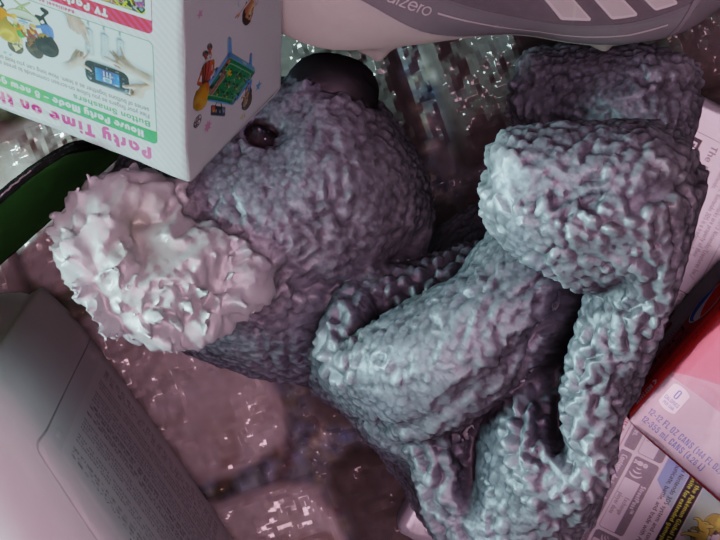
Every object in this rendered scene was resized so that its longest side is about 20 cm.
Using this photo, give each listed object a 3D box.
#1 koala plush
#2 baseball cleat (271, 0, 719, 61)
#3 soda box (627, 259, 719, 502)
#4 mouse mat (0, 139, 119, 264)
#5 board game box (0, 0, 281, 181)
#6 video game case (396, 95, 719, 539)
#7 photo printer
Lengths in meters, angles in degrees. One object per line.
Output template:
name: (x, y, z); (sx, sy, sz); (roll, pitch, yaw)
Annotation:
koala plush: (0.000, 0.000, 0.827); (0.200, 0.177, 0.184); (16, 108, 2)
baseball cleat: (0.062, -0.120, 0.799); (0.200, 0.106, 0.070); (-14, 59, -27)
soda box: (0.188, 0.087, 0.884); (0.200, 0.063, 0.070); (40, 96, -6)
mouse mat: (-0.162, 0.019, 0.840); (0.200, 0.161, 0.008); (-40, 91, 6)
board game box: (-0.100, -0.141, 0.730); (0.147, 0.064, 0.200); (21, 134, 19)
video game case: (0.138, 0.051, 0.920); (0.182, 0.022, 0.200); (26, 98, -5)
photo printer: (-0.101, 0.098, 0.835); (0.069, 0.200, 0.166); (-34, 99, 5)
